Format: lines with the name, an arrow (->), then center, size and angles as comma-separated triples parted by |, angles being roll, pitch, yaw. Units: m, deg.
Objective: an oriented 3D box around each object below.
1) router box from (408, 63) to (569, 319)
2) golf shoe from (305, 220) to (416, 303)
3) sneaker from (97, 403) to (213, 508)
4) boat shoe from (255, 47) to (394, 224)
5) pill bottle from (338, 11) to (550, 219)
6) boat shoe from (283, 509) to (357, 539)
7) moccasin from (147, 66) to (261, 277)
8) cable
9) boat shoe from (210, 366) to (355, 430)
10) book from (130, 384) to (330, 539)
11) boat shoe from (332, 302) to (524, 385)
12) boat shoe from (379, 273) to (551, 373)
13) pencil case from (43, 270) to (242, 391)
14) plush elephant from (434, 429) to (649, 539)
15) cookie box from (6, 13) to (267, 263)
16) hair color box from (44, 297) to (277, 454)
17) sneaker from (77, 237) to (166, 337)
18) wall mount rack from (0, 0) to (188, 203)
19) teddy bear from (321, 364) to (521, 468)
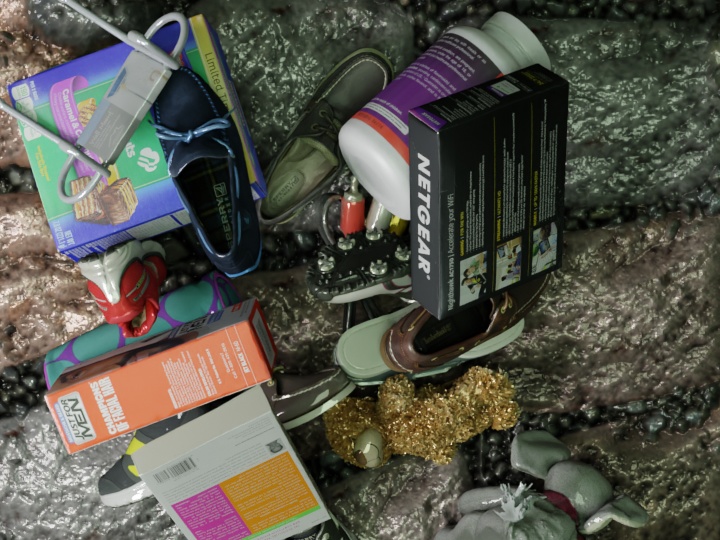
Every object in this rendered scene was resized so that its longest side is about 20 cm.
router box -> 0.117, -0.071, 1.539 | 0.148, 0.051, 0.202 | -22, 128, -27
golf shoe -> 0.037, 0.001, 1.611 | 0.199, 0.077, 0.089 | -23, 132, -29
sneaker -> -0.194, 0.175, 1.665 | 0.199, 0.074, 0.085 | -27, 78, 41
boat shoe -> -0.034, -0.121, 1.622 | 0.073, 0.065, 0.201 | 32, 103, -11
pill bottle -> 0.082, -0.149, 1.580 | 0.200, 0.112, 0.113 | -42, 102, -11
boat shoe -> -0.057, 0.263, 1.716 | 0.070, 0.064, 0.201 | -30, 102, 5
moccasin -> -0.133, -0.096, 1.505 | 0.080, 0.068, 0.201 | -27, 78, 4
cable -> 0.000, 0.000, 1.654 | 0.096, 0.050, 0.202 | 1, 102, -23
boat shoe -> -0.095, 0.128, 1.654 | 0.199, 0.072, 0.060 | -22, 96, 34
book -> -0.118, 0.199, 1.580 | 0.133, 0.048, 0.201 | -26, 144, -3
boat shoe -> 0.065, 0.069, 1.671 | 0.198, 0.062, 0.073 | -14, 72, -18
boat shoe -> 0.111, 0.038, 1.621 | 0.199, 0.070, 0.071 | -34, 91, -25
pencil case -> -0.205, 0.080, 1.659 | 0.199, 0.085, 0.093 | -27, 87, 6
plush elephant -> 0.188, 0.252, 1.686 | 0.154, 0.165, 0.201 | -23, 144, -31
cookie box -> -0.208, -0.123, 1.590 | 0.198, 0.075, 0.173 | -19, 82, 3
hair color box -> -0.181, 0.095, 1.562 | 0.198, 0.111, 0.064 | -22, 100, 4
sneaker -> -0.219, 0.021, 1.582 | 0.076, 0.200, 0.086 | -19, 89, 4
wall mount rack -> -0.249, -0.169, 1.528 | 0.074, 0.173, 0.201 | 34, 88, -42
teddy bear -> 0.063, 0.150, 1.668 | 0.198, 0.145, 0.067 | -5, 61, -10
